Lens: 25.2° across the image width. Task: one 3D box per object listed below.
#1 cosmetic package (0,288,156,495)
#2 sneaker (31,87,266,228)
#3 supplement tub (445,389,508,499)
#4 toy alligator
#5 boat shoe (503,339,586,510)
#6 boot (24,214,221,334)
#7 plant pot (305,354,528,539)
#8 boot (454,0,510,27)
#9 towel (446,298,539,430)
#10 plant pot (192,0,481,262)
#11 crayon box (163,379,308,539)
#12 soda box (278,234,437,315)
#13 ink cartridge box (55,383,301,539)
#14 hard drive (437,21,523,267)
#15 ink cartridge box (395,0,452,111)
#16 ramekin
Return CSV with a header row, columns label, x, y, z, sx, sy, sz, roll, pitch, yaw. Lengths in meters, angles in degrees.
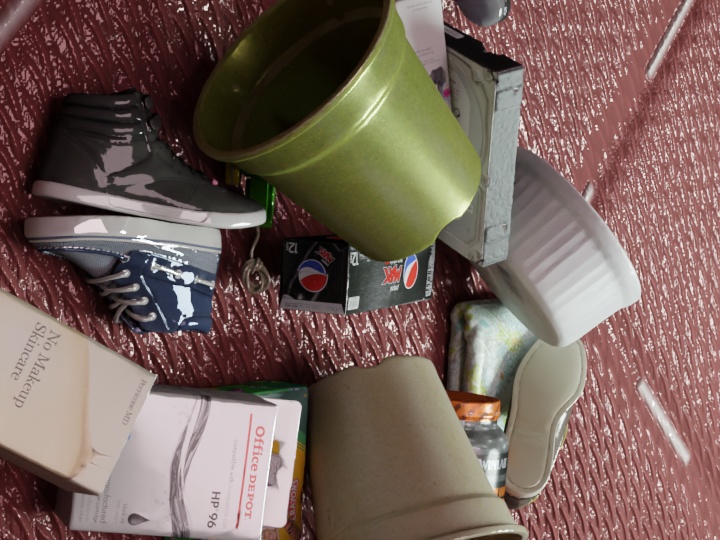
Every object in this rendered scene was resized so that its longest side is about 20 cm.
label,x,y,z,sx,sy,sz,roll,pitch,yaw
cosmetic package,-0.262,0.075,1.163,0.200,0.073,0.104,31,72,-26
sneaker,-0.157,-0.090,1.281,0.199,0.071,0.100,10,89,-30
supplement tub,0.082,0.222,1.593,0.122,0.122,0.201,2,94,-49
toy alligator,-0.087,-0.082,1.407,0.054,0.059,0.201,-83,176,-85
boat shoe,0.186,0.155,1.682,0.060,0.072,0.201,99,9,-59
boot,-0.185,0.005,1.286,0.200,0.073,0.091,6,86,-50
plant pot,0.029,0.184,1.460,0.200,0.200,0.184,7,60,-49
boot,0.062,-0.298,1.532,0.132,0.070,0.200,-48,117,-40
towel,0.158,0.129,1.725,0.171,0.048,0.201,-4,98,-50
plant pot,-0.002,-0.112,1.313,0.184,0.200,0.201,45,62,-32
crayon box,-0.110,0.201,1.414,0.119,0.058,0.201,-2,98,-49
soda box,0.000,0.000,1.468,0.200,0.070,0.064,-6,100,-65
ink cartridge box,-0.137,0.155,1.305,0.199,0.068,0.117,7,90,-21
hard drive,0.089,-0.120,1.502,0.038,0.140,0.201,-19,127,-29
ink cartridge box,0.020,-0.151,1.470,0.068,0.115,0.201,-23,113,-44
ramekin,0.178,-0.018,1.612,0.098,0.200,0.201,-39,128,-6
